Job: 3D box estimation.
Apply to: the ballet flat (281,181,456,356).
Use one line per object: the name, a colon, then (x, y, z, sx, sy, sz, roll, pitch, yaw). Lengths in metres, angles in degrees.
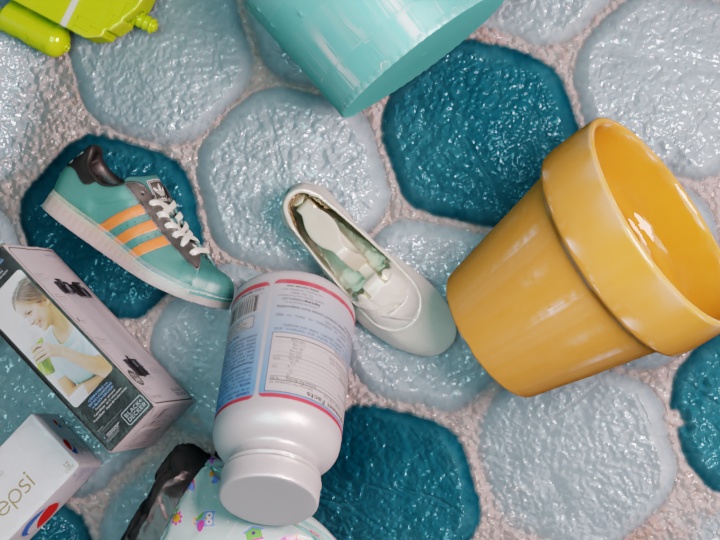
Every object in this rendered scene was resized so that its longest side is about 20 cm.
ballet flat: (0.000, 0.000, 1.730, 0.069, 0.069, 0.200, -45, 79, 6)

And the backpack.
backpack: (-0.104, 0.256, 1.706, 0.200, 0.127, 0.167, 28, 89, 9)

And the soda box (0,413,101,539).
soda box: (-0.330, 0.221, 1.787, 0.200, 0.064, 0.068, -46, 79, 5)

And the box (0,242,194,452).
box: (-0.249, 0.067, 1.754, 0.060, 0.117, 0.200, -46, 81, 8)

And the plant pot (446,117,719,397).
plant pot: (0.179, 0.006, 1.640, 0.183, 0.200, 0.200, -35, 80, 24)

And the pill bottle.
pill bottle: (-0.066, 0.108, 1.672, 0.109, 0.109, 0.200, -2, 53, 12)

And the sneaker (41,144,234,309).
sneaker: (-0.187, -0.040, 1.768, 0.200, 0.071, 0.080, 32, 98, 13)

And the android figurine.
android figurine: (-0.259, -0.285, 1.814, 0.200, 0.041, 0.182, 26, 92, 13)

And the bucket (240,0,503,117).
bucket: (0.017, -0.234, 1.676, 0.207, 0.207, 0.135, -37, 87, 7)
